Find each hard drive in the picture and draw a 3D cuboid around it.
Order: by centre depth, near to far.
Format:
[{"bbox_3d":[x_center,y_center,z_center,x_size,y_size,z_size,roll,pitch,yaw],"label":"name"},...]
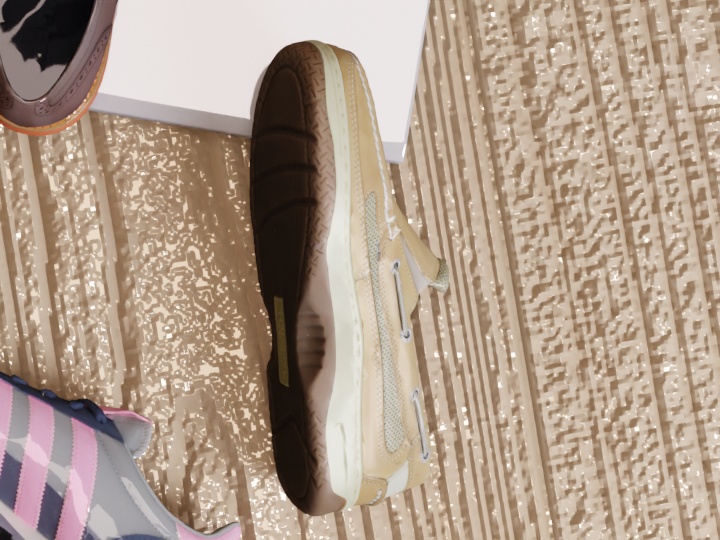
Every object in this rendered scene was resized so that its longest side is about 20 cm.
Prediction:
[{"bbox_3d":[-0.070,-0.127,1.193,0.199,0.027,0.133,10,88,-6],"label":"hard drive"}]

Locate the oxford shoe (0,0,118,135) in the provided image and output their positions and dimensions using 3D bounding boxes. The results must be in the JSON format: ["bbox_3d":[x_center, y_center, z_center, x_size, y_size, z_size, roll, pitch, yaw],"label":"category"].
[{"bbox_3d":[-0.116,-0.156,1.138,0.071,0.073,0.201,5,89,-6],"label":"oxford shoe"}]

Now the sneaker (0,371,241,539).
[{"bbox_3d":[-0.135,0.073,1.172,0.200,0.070,0.082,48,68,-7],"label":"sneaker"}]

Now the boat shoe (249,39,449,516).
[{"bbox_3d":[0.000,0.000,1.179,0.076,0.072,0.201,-9,109,-23],"label":"boat shoe"}]
